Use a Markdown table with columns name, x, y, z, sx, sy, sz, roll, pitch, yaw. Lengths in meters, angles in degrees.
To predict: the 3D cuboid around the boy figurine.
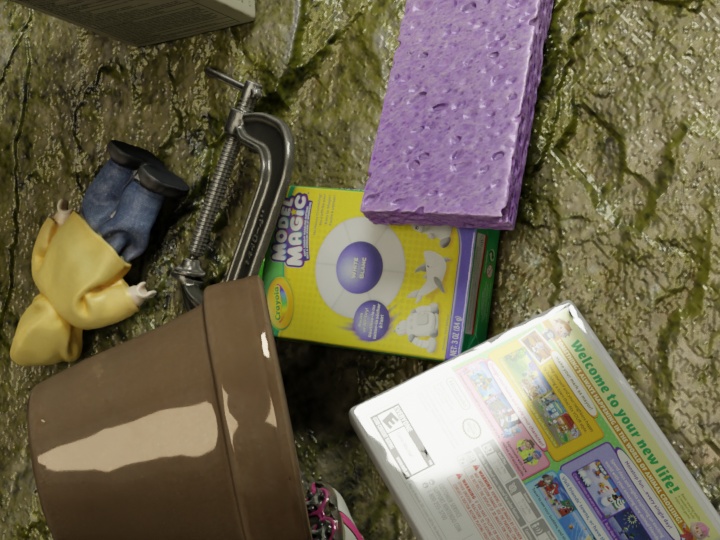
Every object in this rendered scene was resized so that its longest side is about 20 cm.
| name | x | y | z | sx | sy | sz | roll | pitch | yaw |
| --- | --- | --- | --- | --- | --- | --- | --- | --- | --- |
| boy figurine | -0.217 | -0.001 | 1.273 | 0.124 | 0.064 | 0.201 | 35 | 101 | 26 |

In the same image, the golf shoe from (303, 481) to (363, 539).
| name | x | y | z | sx | sy | sz | roll | pitch | yaw |
| --- | --- | --- | --- | --- | --- | --- | --- | --- | --- |
| golf shoe | -0.009 | 0.248 | 1.130 | 0.072 | 0.092 | 0.202 | -38 | 46 | 28 |

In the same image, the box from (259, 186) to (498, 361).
| name | x | y | z | sx | sy | sz | roll | pitch | yaw |
| --- | --- | --- | --- | --- | --- | --- | --- | --- | --- |
| box | 0.000 | 0.000 | 1.160 | 0.198 | 0.048 | 0.119 | 5 | 86 | 30 |

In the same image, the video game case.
| name | x | y | z | sx | sy | sz | roll | pitch | yaw |
| --- | --- | --- | --- | --- | --- | --- | --- | --- | --- |
| video game case | 0.116 | 0.137 | 1.040 | 0.180 | 0.022 | 0.201 | -25 | 62 | -14 |

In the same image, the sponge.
| name | x | y | z | sx | sy | sz | roll | pitch | yaw |
| --- | --- | --- | --- | --- | --- | --- | --- | --- | --- |
| sponge | 0.072 | -0.125 | 1.120 | 0.110 | 0.030 | 0.202 | 1 | 66 | 26 |

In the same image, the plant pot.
| name | x | y | z | sx | sy | sz | roll | pitch | yaw |
| --- | --- | --- | --- | --- | --- | --- | --- | --- | --- |
| plant pot | -0.131 | 0.120 | 1.074 | 0.172 | 0.200 | 0.203 | -12 | 77 | -3 |

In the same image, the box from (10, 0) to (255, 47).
| name | x | y | z | sx | sy | sz | roll | pitch | yaw |
| --- | --- | --- | --- | --- | --- | --- | --- | --- | --- |
| box | -0.185 | -0.256 | 1.208 | 0.126 | 0.199 | 0.111 | -7 | 81 | 26 |

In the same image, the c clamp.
| name | x | y | z | sx | sy | sz | roll | pitch | yaw |
| --- | --- | --- | --- | --- | --- | --- | --- | --- | --- |
| c clamp | -0.102 | -0.051 | 1.212 | 0.170 | 0.027 | 0.202 | 20 | 94 | 56 |
